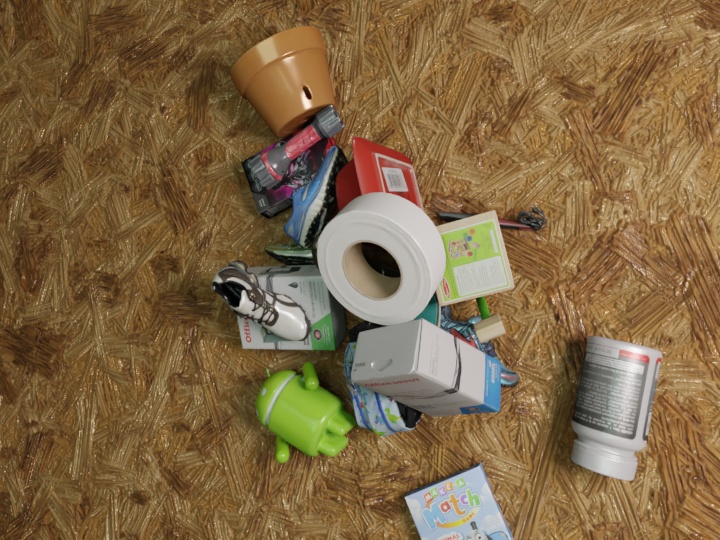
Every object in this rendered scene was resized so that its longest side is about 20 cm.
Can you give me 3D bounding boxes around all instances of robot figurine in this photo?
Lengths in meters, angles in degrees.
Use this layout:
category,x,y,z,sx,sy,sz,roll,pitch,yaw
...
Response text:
category,x,y,z,sx,sy,sz,roll,pitch,yaw
robot figurine,-0.110,0.264,1.034,0.198,0.115,0.178,26,103,19

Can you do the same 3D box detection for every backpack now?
category,x,y,z,sx,sy,sz,roll,pitch,yaw
backpack,0.045,0.188,0.986,0.152,0.163,0.203,-30,82,20

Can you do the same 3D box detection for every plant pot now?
category,x,y,z,sx,sy,sz,roll,pitch,yaw
plant pot,-0.137,-0.360,1.095,0.197,0.200,0.142,-27,93,12

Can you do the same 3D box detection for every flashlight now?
category,x,y,z,sx,sy,sz,roll,pitch,yaw
flashlight,-0.122,-0.240,1.076,0.198,0.068,0.068,-33,73,11

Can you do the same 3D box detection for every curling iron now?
category,x,y,z,sx,sy,sz,roll,pitch,yaw
curling iron,0.241,-0.099,1.017,0.196,0.026,0.050,5,121,21

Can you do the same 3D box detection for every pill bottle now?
category,x,y,z,sx,sy,sz,roll,pitch,yaw
pill bottle,0.402,0.215,0.884,0.112,0.114,0.204,12,86,18

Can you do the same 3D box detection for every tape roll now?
category,x,y,z,sx,sy,sz,roll,pitch,yaw
tape roll,0.032,-0.015,0.873,0.199,0.071,0.206,15,126,21

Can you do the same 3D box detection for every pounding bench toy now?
category,x,y,z,sx,sy,sz,roll,pitch,yaw
pounding bench toy,0.195,0.011,0.956,0.122,0.156,0.204,-15,91,13

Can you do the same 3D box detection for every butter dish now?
category,x,y,z,sx,sy,sz,roll,pitch,yaw
butter dish,0.020,-0.118,1.025,0.146,0.198,0.204,-20,77,35

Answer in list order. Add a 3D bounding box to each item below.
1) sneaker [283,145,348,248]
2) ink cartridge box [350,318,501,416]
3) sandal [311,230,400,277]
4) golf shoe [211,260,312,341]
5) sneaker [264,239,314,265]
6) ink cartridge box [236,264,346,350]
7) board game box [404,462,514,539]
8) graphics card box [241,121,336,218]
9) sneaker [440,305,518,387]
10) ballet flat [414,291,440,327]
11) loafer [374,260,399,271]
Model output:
category,x,y,z,sx,sy,sz,roll,pitch,yaw
sneaker,-0.090,-0.149,1.053,0.088,0.078,0.203,23,84,25
ink cartridge box,0.104,0.158,0.862,0.143,0.198,0.086,-19,52,44
sandal,0.000,0.000,0.993,0.197,0.055,0.083,25,84,-5
golf shoe,-0.180,0.069,0.978,0.198,0.095,0.078,34,111,3
sneaker,-0.094,-0.057,1.104,0.196,0.077,0.090,-2,69,12
ink cartridge box,-0.136,0.071,1.061,0.196,0.084,0.149,-2,105,17
board game box,0.183,0.462,0.960,0.149,0.037,0.203,-27,75,13
graphics card box,-0.137,-0.208,1.138,0.197,0.051,0.127,-25,77,13
sneaker,0.199,0.128,0.977,0.198,0.079,0.097,33,91,18
ballet flat,0.107,0.025,0.960,0.068,0.069,0.204,-8,104,15
loafer,0.048,0.028,1.037,0.196,0.075,0.071,13,82,18
